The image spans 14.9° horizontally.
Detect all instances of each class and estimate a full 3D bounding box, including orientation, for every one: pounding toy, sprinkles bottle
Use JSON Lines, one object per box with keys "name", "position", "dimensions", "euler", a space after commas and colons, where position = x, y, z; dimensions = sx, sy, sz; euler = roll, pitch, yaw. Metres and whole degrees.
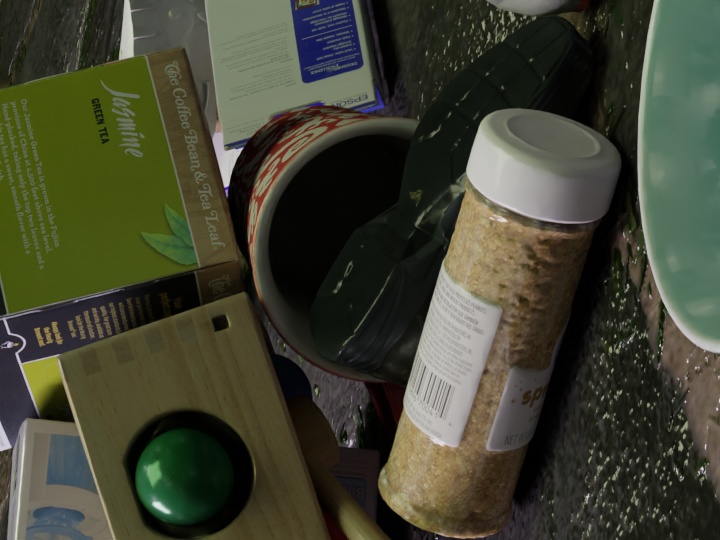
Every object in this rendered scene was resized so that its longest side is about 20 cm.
{"name": "pounding toy", "position": [-0.052, 0.112, 1.381], "dimensions": [0.200, 0.142, 0.184], "euler": [80, 171, -82]}
{"name": "sprinkles bottle", "position": [0.063, 0.026, 1.292], "dimensions": [0.068, 0.068, 0.200], "euler": [-110, 32, -60]}

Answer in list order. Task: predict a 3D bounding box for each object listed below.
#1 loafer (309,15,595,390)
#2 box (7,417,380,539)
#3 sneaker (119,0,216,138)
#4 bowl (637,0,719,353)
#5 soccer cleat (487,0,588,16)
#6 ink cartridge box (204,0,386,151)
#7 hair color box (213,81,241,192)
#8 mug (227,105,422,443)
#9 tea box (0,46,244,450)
{"name": "loafer", "position": [0.056, -0.031, 1.339], "dimensions": [0.200, 0.072, 0.073], "euler": [-54, 31, 14]}
{"name": "box", "position": [-0.095, 0.153, 1.535], "dimensions": [0.101, 0.200, 0.113], "euler": [125, 149, -72]}
{"name": "sneaker", "position": [-0.130, -0.156, 1.815], "dimensions": [0.081, 0.076, 0.200], "euler": [140, 141, -67]}
{"name": "bowl", "position": [0.173, -0.066, 0.880], "dimensions": [0.201, 0.105, 0.201], "euler": [-171, 90, -74]}
{"name": "soccer cleat", "position": [0.097, -0.191, 1.264], "dimensions": [0.200, 0.078, 0.069], "euler": [117, 156, -46]}
{"name": "ink cartridge box", "position": [-0.041, -0.135, 1.690], "dimensions": [0.200, 0.099, 0.039], "euler": [-98, -10, -49]}
{"name": "hair color box", "position": [-0.085, -0.093, 1.844], "dimensions": [0.200, 0.065, 0.109], "euler": [-14, 67, 62]}
{"name": "mug", "position": [-0.011, -0.005, 1.466], "dimensions": [0.200, 0.133, 0.178], "euler": [-139, 60, -76]}
{"name": "tea box", "position": [-0.167, -0.003, 1.513], "dimensions": [0.200, 0.197, 0.134], "euler": [90, 166, -68]}
